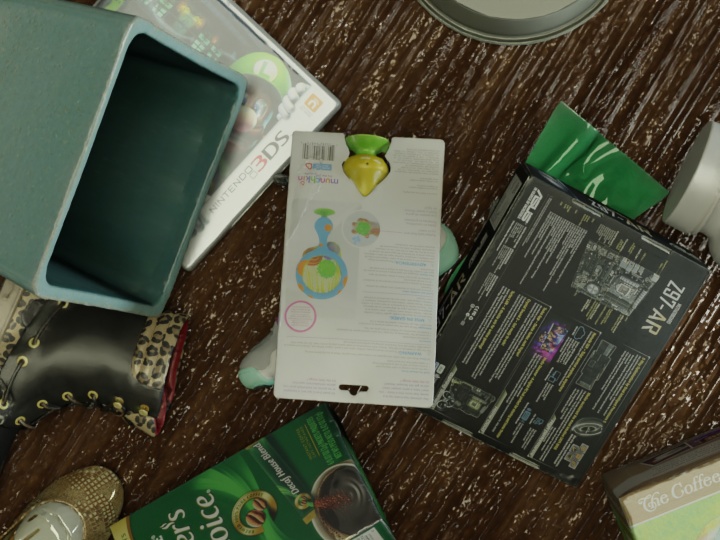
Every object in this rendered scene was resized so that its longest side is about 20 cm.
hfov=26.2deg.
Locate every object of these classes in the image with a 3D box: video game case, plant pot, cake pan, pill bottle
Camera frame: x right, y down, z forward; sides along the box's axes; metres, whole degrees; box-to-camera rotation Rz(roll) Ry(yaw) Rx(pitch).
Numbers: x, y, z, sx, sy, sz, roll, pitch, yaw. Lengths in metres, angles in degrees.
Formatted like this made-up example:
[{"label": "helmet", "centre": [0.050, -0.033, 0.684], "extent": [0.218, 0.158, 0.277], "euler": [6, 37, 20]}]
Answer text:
[{"label": "video game case", "centre": [-0.147, -0.133, 1.228], "extent": [0.200, 0.023, 0.182], "euler": [43, 91, 2]}, {"label": "plant pot", "centre": [-0.235, -0.098, 1.130], "extent": [0.199, 0.196, 0.197], "euler": [21, 91, 19]}, {"label": "cake pan", "centre": [0.120, -0.279, 1.210], "extent": [0.199, 0.037, 0.202], "euler": [0, 91, 3]}, {"label": "pill bottle", "centre": [0.336, -0.034, 1.165], "extent": [0.199, 0.112, 0.113], "euler": [24, 91, 2]}]

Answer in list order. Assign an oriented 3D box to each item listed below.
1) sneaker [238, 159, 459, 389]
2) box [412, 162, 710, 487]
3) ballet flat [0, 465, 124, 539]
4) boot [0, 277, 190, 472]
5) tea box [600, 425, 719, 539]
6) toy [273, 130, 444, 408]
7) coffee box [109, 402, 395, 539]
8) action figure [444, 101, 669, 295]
[{"label": "sneaker", "centre": [-0.037, -0.010, 1.203], "extent": [0.199, 0.078, 0.140], "euler": [-35, 87, -7]}, {"label": "box", "centre": [0.143, 0.043, 1.169], "extent": [0.160, 0.044, 0.201], "euler": [26, 105, -11]}, {"label": "ballet flat", "centre": [-0.266, 0.233, 1.213], "extent": [0.071, 0.065, 0.200], "euler": [45, 92, 1]}, {"label": "boot", "centre": [-0.227, 0.099, 1.209], "extent": [0.150, 0.073, 0.201], "euler": [16, 83, 2]}, {"label": "tea box", "centre": [0.311, 0.213, 1.157], "extent": [0.199, 0.134, 0.198], "euler": [-23, 89, 3]}, {"label": "toy", "centre": [0.000, 0.000, 1.143], "extent": [0.114, 0.047, 0.201], "euler": [4, 79, -1]}, {"label": "coffee box", "centre": [-0.085, 0.202, 1.185], "extent": [0.199, 0.044, 0.123], "euler": [-29, 52, 2]}, {"label": "action figure", "centre": [0.130, -0.021, 1.196], "extent": [0.118, 0.055, 0.200], "euler": [37, 98, -16]}]
